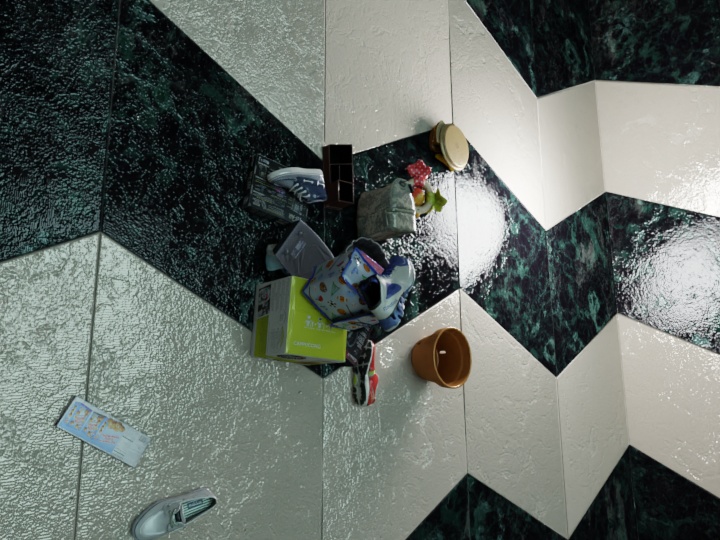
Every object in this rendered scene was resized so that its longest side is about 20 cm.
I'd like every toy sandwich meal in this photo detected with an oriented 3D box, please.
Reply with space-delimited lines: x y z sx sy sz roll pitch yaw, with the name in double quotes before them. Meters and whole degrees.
"toy sandwich meal" 0.350 -0.485 2.164 0.202 0.069 0.211 11 75 -44

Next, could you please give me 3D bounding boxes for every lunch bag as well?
"lunch bag" 0.082 -0.196 1.786 0.137 0.198 0.172 -1 83 -40
"lunch bag" -0.022 0.070 1.401 0.200 0.168 0.125 48 48 -24

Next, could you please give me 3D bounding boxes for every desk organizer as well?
"desk organizer" -0.071 -0.304 1.754 0.071 0.076 0.206 5 78 -39

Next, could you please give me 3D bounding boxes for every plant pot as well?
"plant pot" 0.269 0.303 1.888 0.197 0.139 0.206 10 75 -39

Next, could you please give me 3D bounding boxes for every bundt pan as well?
"bundt pan" 0.000 0.000 1.756 0.199 0.075 0.207 9 76 -39

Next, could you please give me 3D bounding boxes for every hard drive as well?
"hard drive" -0.161 -0.040 1.559 0.136 0.042 0.200 -55 137 -14

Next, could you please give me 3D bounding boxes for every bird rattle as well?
"bird rattle" 0.219 -0.287 1.992 0.162 0.112 0.202 -40 105 -21

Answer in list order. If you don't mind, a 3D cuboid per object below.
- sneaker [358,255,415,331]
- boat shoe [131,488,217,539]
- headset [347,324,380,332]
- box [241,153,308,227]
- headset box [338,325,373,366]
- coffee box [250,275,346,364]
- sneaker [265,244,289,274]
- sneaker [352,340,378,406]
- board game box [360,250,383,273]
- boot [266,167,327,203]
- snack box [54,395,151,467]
"sneaker" 0.061 0.031 1.322 0.115 0.080 0.202 42 47 -30
"boat shoe" -0.431 0.565 1.281 0.197 0.066 0.075 -19 93 -41
"headset" -0.011 0.129 1.643 0.196 0.094 0.127 16 74 -21
"box" -0.241 -0.227 1.614 0.197 0.043 0.164 19 70 -37
"headset box" -0.052 0.185 1.675 0.148 0.076 0.203 42 58 -26
"coffee box" -0.165 0.144 1.505 0.197 0.196 0.205 15 72 -37
"sneaker" -0.202 -0.031 1.607 0.197 0.073 0.084 1 111 -45
"sneaker" 0.021 0.323 1.726 0.084 0.076 0.206 14 79 -49
"board game box" 0.042 0.043 1.719 0.199 0.032 0.122 37 56 -30
"boot" -0.177 -0.243 1.594 0.197 0.072 0.093 -11 82 -43
"snack box" -0.571 0.362 1.227 0.200 0.024 0.073 43 58 -27
